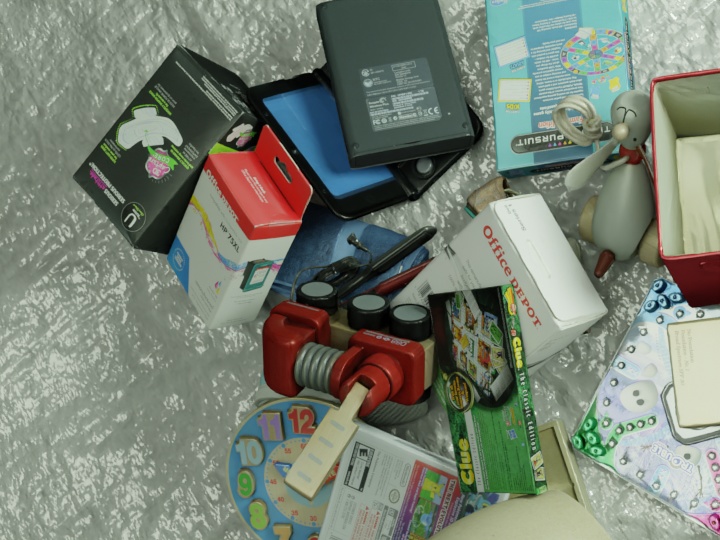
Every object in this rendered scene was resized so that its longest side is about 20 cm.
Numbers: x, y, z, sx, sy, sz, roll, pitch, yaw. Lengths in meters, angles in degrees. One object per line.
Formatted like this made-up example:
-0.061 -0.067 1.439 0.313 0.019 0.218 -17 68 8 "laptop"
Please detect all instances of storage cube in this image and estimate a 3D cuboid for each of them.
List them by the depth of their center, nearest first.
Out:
0.374 -0.078 1.203 0.168 0.180 0.203 -6 71 22 "storage cube"

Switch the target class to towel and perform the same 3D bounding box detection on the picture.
-0.025 -0.008 1.449 0.198 0.048 0.113 20 91 24 "towel"

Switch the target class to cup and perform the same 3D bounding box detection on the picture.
0.171 0.299 1.237 0.143 0.201 0.200 -39 68 -14 "cup"

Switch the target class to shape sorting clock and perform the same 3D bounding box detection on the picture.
-0.056 0.234 1.407 0.197 0.039 0.204 4 104 16 "shape sorting clock"

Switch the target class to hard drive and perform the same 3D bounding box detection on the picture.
0.036 -0.217 1.409 0.137 0.033 0.203 -10 67 -5 "hard drive"

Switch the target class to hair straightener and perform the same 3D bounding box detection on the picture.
0.000 0.000 1.396 0.198 0.041 0.078 -29 74 22 "hair straightener"

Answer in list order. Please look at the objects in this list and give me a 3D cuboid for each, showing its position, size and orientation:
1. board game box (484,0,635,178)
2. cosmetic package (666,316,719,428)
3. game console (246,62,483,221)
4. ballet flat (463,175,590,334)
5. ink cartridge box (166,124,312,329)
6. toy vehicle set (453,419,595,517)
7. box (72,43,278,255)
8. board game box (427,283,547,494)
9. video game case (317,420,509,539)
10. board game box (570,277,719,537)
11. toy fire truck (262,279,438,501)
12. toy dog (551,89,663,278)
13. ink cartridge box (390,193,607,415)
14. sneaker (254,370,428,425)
0.215 -0.211 1.371 0.149 0.047 0.204 -6 81 22 "board game box"
0.399 0.090 1.215 0.197 0.073 0.105 -10 80 23 "cosmetic package"
0.005 -0.177 1.419 0.176 0.116 0.201 -43 70 14 "game console"
0.191 -0.024 1.351 0.067 0.068 0.201 -42 71 5 "ballet flat"
-0.135 -0.048 1.415 0.117 0.067 0.201 53 133 31 "ink cartridge box"
0.184 0.272 1.336 0.123 0.026 0.203 -22 76 19 "toy vehicle set"
-0.202 -0.131 1.485 0.200 0.148 0.124 -48 70 11 "box"
0.124 0.118 1.260 0.104 0.023 0.204 -7 93 46 "board game box"
0.047 0.283 1.355 0.180 0.023 0.203 21 107 15 "video game case"
0.338 0.138 1.288 0.198 0.026 0.202 29 95 23 "board game box"
-0.035 0.117 1.290 0.174 0.200 0.131 14 118 27 "toy fire truck"
0.252 -0.072 1.268 0.131 0.202 0.097 2 41 42 "toy dog"
0.137 0.038 1.307 0.200 0.084 0.148 -45 66 44 "ink cartridge box"
-0.019 0.119 1.421 0.196 0.074 0.083 4 62 12 "sneaker"
